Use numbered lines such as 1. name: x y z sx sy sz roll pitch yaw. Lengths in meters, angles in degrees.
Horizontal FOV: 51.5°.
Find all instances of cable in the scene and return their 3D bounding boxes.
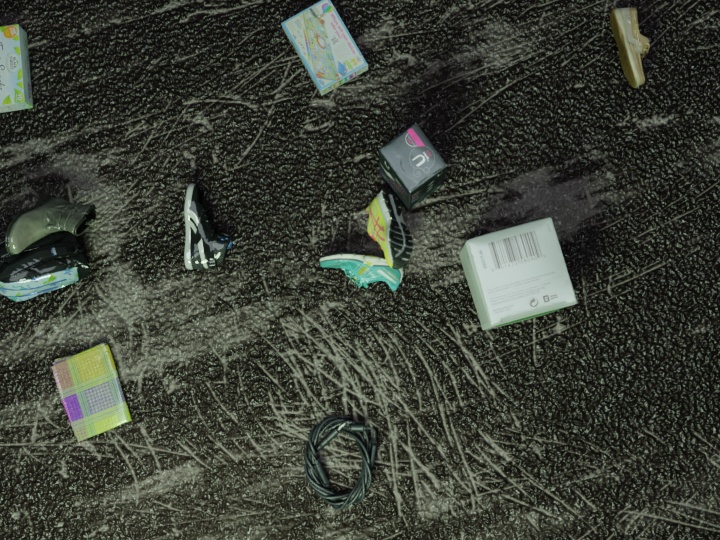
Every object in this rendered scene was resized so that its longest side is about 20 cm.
1. cable: -0.050 0.437 1.689 0.162 0.051 0.202 10 84 3

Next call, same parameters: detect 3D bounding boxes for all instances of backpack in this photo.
1. backpack: -0.752 -0.015 1.721 0.199 0.154 0.164 -20 70 -36

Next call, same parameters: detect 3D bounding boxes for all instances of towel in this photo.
1. towel: -0.626 0.280 1.743 0.143 0.023 0.201 -21 83 -2

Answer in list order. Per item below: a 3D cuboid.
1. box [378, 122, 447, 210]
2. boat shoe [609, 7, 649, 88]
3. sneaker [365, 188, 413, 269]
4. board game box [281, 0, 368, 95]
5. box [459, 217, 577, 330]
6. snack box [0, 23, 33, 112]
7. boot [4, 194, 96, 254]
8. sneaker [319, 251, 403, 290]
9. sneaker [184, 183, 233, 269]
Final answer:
1. box: 0.116 -0.230 1.692 0.106 0.200 0.123 -36 83 -2
2. boat shoe: 0.653 -0.536 1.777 0.069 0.074 0.202 -13 82 6
3. sneaker: 0.059 -0.085 1.726 0.090 0.078 0.201 -32 54 36
4. board game box: -0.087 -0.547 1.822 0.134 0.034 0.201 -29 83 -2
5. box: 0.345 0.012 1.668 0.197 0.171 0.202 -15 83 0
6. snack box: -0.889 -0.491 1.832 0.141 0.053 0.202 -9 83 -1
7. boot: -0.689 -0.101 1.672 0.130 0.068 0.201 12 41 9
8. sneaker: 0.000 0.000 1.733 0.198 0.078 0.080 10 92 3
9. sneaker: -0.354 -0.103 1.762 0.111 0.073 0.202 1 91 -1
